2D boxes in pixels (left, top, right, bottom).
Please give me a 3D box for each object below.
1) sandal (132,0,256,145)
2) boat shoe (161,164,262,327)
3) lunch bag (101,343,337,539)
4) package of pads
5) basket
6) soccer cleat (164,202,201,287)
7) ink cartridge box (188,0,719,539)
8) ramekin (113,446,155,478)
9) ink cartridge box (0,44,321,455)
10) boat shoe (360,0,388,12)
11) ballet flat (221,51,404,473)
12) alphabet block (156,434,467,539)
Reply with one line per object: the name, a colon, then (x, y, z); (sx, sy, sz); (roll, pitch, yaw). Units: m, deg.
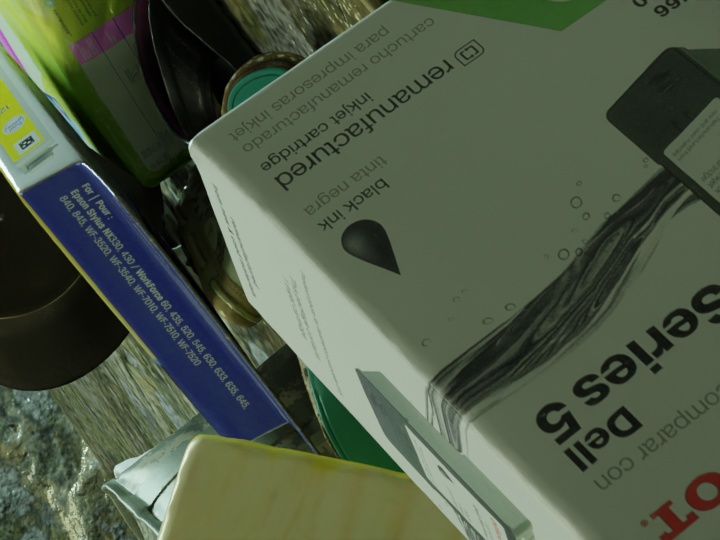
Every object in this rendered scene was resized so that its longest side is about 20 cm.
sandal: (-0.088, -0.106, 1.156); (0.201, 0.048, 0.075); (55, 169, -10)
boat shoe: (-0.068, -0.012, 1.251); (0.073, 0.063, 0.200); (38, 176, -9)
lunch bag: (-0.017, 0.131, 1.262); (0.118, 0.164, 0.200); (59, 166, -29)
package of pads: (-0.155, -0.147, 1.247); (0.200, 0.068, 0.154); (60, 167, -27)
basket: (-0.194, -0.022, 1.419); (0.136, 0.181, 0.200); (18, 175, 2)
soccer cleat: (-0.161, -0.037, 1.602); (0.200, 0.070, 0.086); (41, 147, 38)
ink cartridge box: (0.074, 0.006, 0.635); (0.200, 0.145, 0.084); (45, 164, 34)
ramekin: (-0.098, 0.208, 1.925); (0.201, 0.098, 0.201); (50, 167, 16)
ink cartridge box: (-0.115, -0.002, 1.213); (0.198, 0.047, 0.200); (54, 179, -35)
boat shoe: (0.011, -0.095, 0.787); (0.201, 0.063, 0.073); (58, 167, -16)
ballet flat: (0.000, 0.000, 1.041); (0.065, 0.070, 0.200); (-26, -81, -70)
alphabet block: (0.016, 0.202, 1.005); (0.195, 0.200, 0.196); (9, 162, 21)
